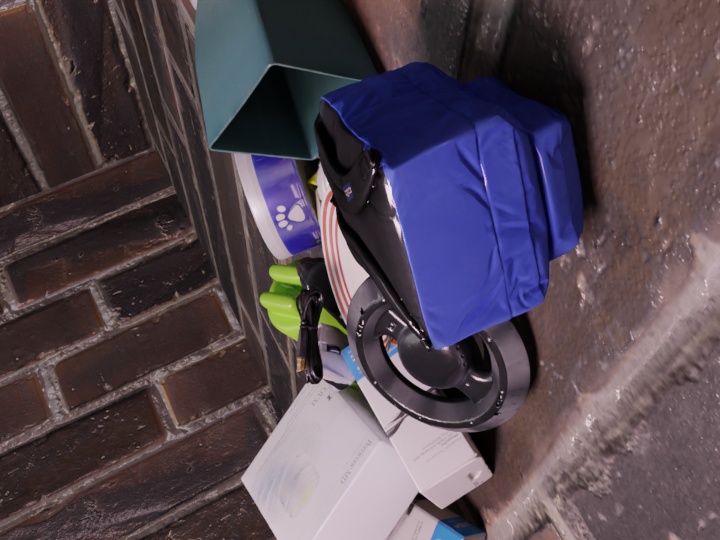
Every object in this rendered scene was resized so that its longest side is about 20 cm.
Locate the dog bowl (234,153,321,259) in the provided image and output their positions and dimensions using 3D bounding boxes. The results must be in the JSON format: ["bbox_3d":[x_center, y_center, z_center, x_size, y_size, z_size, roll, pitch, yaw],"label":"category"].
[{"bbox_3d":[-0.109,-0.124,1.122,0.200,0.077,0.205,-18,-89,-85],"label":"dog bowl"}]

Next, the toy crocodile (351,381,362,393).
[{"bbox_3d":[0.004,0.255,1.444,0.067,0.061,0.205,-20,-87,-70],"label":"toy crocodile"}]

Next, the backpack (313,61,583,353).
[{"bbox_3d":[0.058,-0.063,0.597,0.200,0.164,0.166,-132,26,-58],"label":"backpack"}]

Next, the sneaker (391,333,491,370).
[{"bbox_3d":[0.082,0.079,0.889,0.200,0.078,0.075,40,148,56],"label":"sneaker"}]

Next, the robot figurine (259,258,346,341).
[{"bbox_3d":[-0.061,0.058,1.194,0.114,0.179,0.199,5,160,36],"label":"robot figurine"}]

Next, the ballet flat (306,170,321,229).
[{"bbox_3d":[-0.013,-0.046,1.049,0.203,0.066,0.067,64,164,8],"label":"ballet flat"}]

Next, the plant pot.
[{"bbox_3d":[-0.093,-0.248,0.848,0.141,0.139,0.204,-38,62,44],"label":"plant pot"}]

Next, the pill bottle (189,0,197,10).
[{"bbox_3d":[-0.193,-0.410,1.061,0.203,0.108,0.110,63,164,15],"label":"pill bottle"}]

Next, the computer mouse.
[{"bbox_3d":[-0.035,0.102,1.013,0.200,0.043,0.112,51,-145,-67],"label":"computer mouse"}]

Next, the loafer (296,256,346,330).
[{"bbox_3d":[-0.009,0.045,1.076,0.200,0.073,0.072,47,173,-31],"label":"loafer"}]

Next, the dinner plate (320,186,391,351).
[{"bbox_3d":[0.000,0.000,0.908,0.200,0.024,0.205,165,91,-70],"label":"dinner plate"}]

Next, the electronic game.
[{"bbox_3d":[0.075,0.080,0.790,0.196,0.042,0.204,16,128,21],"label":"electronic game"}]

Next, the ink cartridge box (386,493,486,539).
[{"bbox_3d":[0.061,0.398,1.153,0.198,0.149,0.084,24,-175,35],"label":"ink cartridge box"}]

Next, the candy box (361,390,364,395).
[{"bbox_3d":[0.060,0.218,1.203,0.203,0.054,0.116,63,163,12],"label":"candy box"}]

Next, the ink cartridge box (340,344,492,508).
[{"bbox_3d":[0.071,0.178,0.986,0.202,0.083,0.145,58,-178,28],"label":"ink cartridge box"}]

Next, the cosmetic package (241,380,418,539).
[{"bbox_3d":[-0.038,0.286,1.113,0.122,0.201,0.199,34,-179,-38],"label":"cosmetic package"}]

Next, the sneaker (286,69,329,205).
[{"bbox_3d":[-0.027,-0.161,0.962,0.086,0.074,0.203,8,126,56],"label":"sneaker"}]
